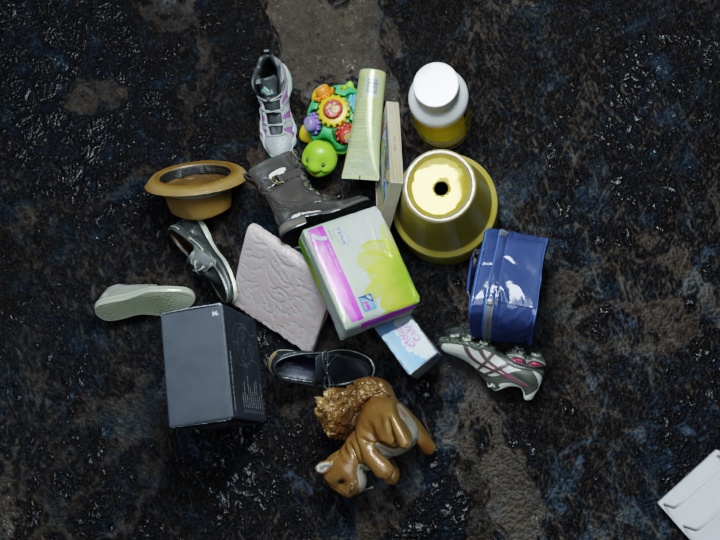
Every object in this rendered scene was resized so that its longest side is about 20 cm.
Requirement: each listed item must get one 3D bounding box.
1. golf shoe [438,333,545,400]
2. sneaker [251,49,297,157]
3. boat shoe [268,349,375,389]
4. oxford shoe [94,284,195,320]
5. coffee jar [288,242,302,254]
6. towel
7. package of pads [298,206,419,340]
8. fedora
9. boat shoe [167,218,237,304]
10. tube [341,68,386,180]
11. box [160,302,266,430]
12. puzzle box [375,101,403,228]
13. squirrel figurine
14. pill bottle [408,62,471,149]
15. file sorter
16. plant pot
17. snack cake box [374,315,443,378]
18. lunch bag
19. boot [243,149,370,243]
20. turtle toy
[{"bbox_3d":[0.229,0.168,1.651,0.197,0.077,0.089,15,97,17],"label":"golf shoe"},{"bbox_3d":[-0.175,-0.323,1.776,0.077,0.140,0.203,-9,77,7],"label":"sneaker"},{"bbox_3d":[-0.071,0.181,1.690,0.197,0.062,0.076,5,94,-3],"label":"boat shoe"},{"bbox_3d":[-0.417,0.051,1.789,0.197,0.076,0.058,-7,42,6],"label":"oxford shoe"},{"bbox_3d":[-0.047,-0.048,1.723,0.197,0.086,0.105,-3,40,9],"label":"coffee jar"},{"bbox_3d":[-0.141,0.035,1.701,0.199,0.032,0.193,32,130,15],"label":"towel"},{"bbox_3d":[0.000,0.000,1.592,0.153,0.068,0.202,-19,71,-19],"label":"package of pads"},{"bbox_3d":[-0.311,-0.149,1.779,0.197,0.201,0.083,0,115,9],"label":"fedora"},{"bbox_3d":[-0.300,-0.014,1.766,0.067,0.072,0.201,-21,67,-34],"label":"boat shoe"},{"bbox_3d":[0.010,-0.267,1.706,0.051,0.058,0.203,8,86,-24],"label":"tube"},{"bbox_3d":[-0.262,0.179,1.668,0.122,0.197,0.203,-9,77,7],"label":"box"},{"bbox_3d":[0.050,-0.189,1.682,0.025,0.134,0.202,5,52,-7],"label":"puzzle box"},{"bbox_3d":[-0.001,0.297,1.647,0.186,0.141,0.201,-39,71,12],"label":"squirrel figurine"},{"bbox_3d":[0.145,-0.301,1.688,0.109,0.200,0.113,-2,79,9],"label":"pill bottle"},{"bbox_3d":[0.615,0.416,1.511,0.138,0.125,0.200,-41,75,0],"label":"file sorter"},{"bbox_3d":[0.149,-0.125,1.660,0.197,0.189,0.204,-2,80,9],"label":"plant pot"},{"bbox_3d":[0.061,0.094,1.671,0.067,0.115,0.201,-37,76,1],"label":"snack cake box"},{"bbox_3d":[0.252,0.021,1.629,0.130,0.136,0.202,9,60,10],"label":"lunch bag"},{"bbox_3d":[-0.097,-0.151,1.681,0.197,0.070,0.176,-17,62,-16],"label":"boot"},{"bbox_3d":[-0.052,-0.271,1.766,0.144,0.101,0.203,17,83,12],"label":"turtle toy"}]
